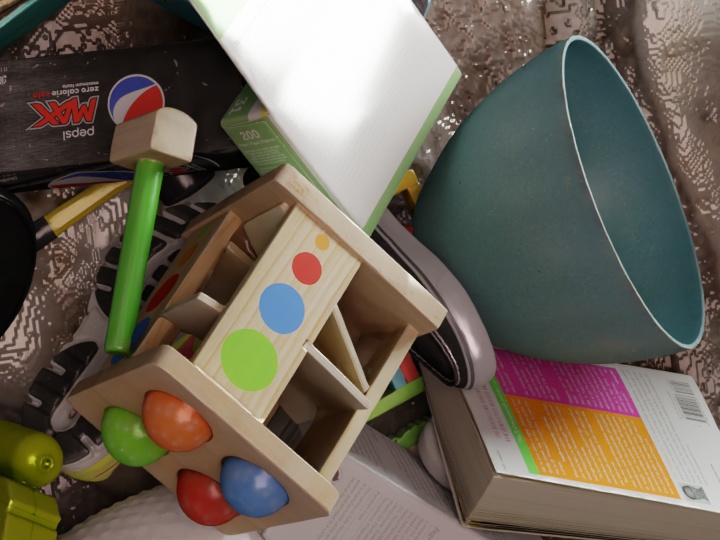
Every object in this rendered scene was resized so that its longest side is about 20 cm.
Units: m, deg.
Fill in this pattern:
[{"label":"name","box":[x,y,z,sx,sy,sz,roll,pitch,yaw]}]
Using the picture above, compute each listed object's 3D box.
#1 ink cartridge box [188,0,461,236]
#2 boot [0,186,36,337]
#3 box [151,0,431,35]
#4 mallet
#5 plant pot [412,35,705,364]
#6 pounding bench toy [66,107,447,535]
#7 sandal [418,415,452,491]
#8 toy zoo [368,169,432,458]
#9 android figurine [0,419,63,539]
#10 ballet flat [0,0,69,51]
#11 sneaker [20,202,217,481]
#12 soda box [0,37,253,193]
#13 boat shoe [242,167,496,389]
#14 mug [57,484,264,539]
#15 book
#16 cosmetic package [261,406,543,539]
[{"label":"ink cartridge box","box":[-0.032,-0.134,0.999,0.200,0.048,0.146,51,52,-29]},{"label":"boot","box":[-0.240,0.064,0.972,0.073,0.163,0.199,28,104,-20]},{"label":"box","box":[-0.054,-0.173,1.060,0.199,0.049,0.083,25,85,-36]},{"label":"mallet","box":[-0.178,-0.023,1.077,0.200,0.041,0.066,-42,95,-6]},{"label":"plant pot","box":[0.111,-0.026,1.085,0.134,0.200,0.202,-21,98,23]},{"label":"pounding bench toy","box":[-0.088,0.030,0.952,0.200,0.124,0.157,42,60,-16]},{"label":"sandal","box":[0.120,0.129,1.140,0.201,0.050,0.083,14,44,-26]},{"label":"toy zoo","box":[0.005,0.025,1.130,0.130,0.020,0.201,-27,98,-12]},{"label":"android figurine","box":[-0.216,0.170,0.953,0.041,0.199,0.184,27,77,-30]},{"label":"ballet flat","box":[-0.173,-0.199,1.061,0.199,0.071,0.071,-32,98,-11]},{"label":"sneaker","box":[-0.131,0.045,1.072,0.078,0.091,0.200,31,69,20]},{"label":"soda box","box":[-0.161,-0.088,1.032,0.198,0.063,0.072,-6,82,4]},{"label":"boat shoe","box":[0.000,0.000,1.056,0.066,0.070,0.201,-31,75,-23]},{"label":"mug","box":[-0.120,0.232,1.047,0.175,0.147,0.201,-38,119,-13]},{"label":"book","box":[0.144,0.105,1.098,0.198,0.134,0.048,11,128,-23]},{"label":"cosmetic package","box":[0.030,0.162,1.080,0.199,0.101,0.072,33,98,-19]}]
